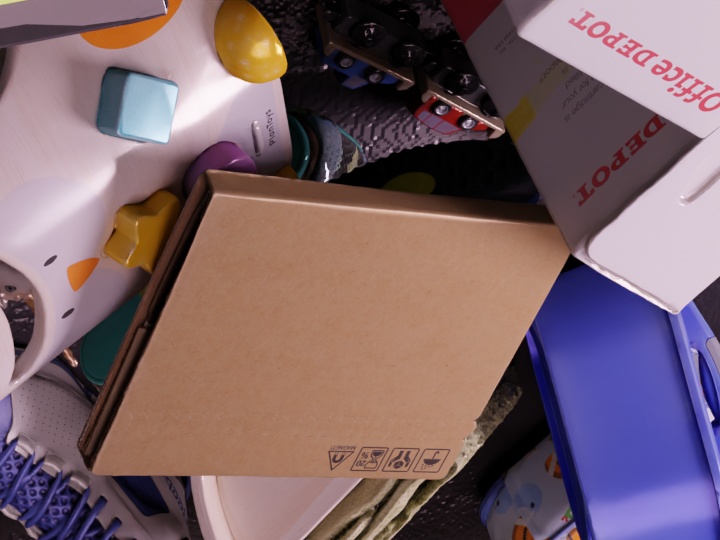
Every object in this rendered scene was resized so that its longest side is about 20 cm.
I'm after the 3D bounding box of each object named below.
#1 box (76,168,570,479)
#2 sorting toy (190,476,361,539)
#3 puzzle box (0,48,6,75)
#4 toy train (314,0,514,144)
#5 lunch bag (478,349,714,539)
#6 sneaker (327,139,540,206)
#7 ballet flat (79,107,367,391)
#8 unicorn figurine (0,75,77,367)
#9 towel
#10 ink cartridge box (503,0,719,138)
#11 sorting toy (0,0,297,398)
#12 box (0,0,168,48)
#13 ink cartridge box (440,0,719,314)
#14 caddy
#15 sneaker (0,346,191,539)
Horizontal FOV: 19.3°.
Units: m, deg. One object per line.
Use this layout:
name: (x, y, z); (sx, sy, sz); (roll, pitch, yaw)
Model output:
box: (-0.012, 0.031, 0.965); (0.199, 0.021, 0.164); (5, 127, -33)
sorting toy: (-0.001, 0.059, 1.145); (0.200, 0.107, 0.180); (-47, 168, 16)
puzzle box: (-0.178, -0.130, 0.961); (0.199, 0.026, 0.133); (-25, 138, 3)
toy train: (0.047, -0.092, 1.086); (0.199, 0.034, 0.046); (24, 133, -38)
lunch bag: (0.180, 0.143, 1.341); (0.200, 0.076, 0.160); (-42, 136, 19)
sneaker: (0.000, 0.000, 1.022); (0.199, 0.066, 0.079); (-21, 119, 8)
ballet flat: (-0.066, -0.001, 1.108); (0.074, 0.075, 0.200); (24, 124, -37)
unicorn figurine: (-0.204, -0.032, 0.989); (0.199, 0.074, 0.137); (11, 148, -24)
towel: (0.021, 0.120, 1.200); (0.148, 0.037, 0.200); (-46, 176, 22)
ink cartridge box: (0.147, -0.180, 0.833); (0.200, 0.145, 0.145); (-38, 145, 24)
sorting toy: (-0.120, -0.029, 0.925); (0.180, 0.106, 0.201); (-47, 152, -24)
box: (-0.165, -0.171, 0.782); (0.147, 0.200, 0.125); (-13, 120, -10)
ink cartridge box: (0.138, -0.103, 0.988); (0.083, 0.201, 0.145); (27, 119, -39)
caddy: (0.159, 0.075, 1.184); (0.104, 0.202, 0.141); (-15, 177, -1)
sneaker: (-0.155, 0.125, 1.157); (0.081, 0.116, 0.199); (-42, 133, 19)
